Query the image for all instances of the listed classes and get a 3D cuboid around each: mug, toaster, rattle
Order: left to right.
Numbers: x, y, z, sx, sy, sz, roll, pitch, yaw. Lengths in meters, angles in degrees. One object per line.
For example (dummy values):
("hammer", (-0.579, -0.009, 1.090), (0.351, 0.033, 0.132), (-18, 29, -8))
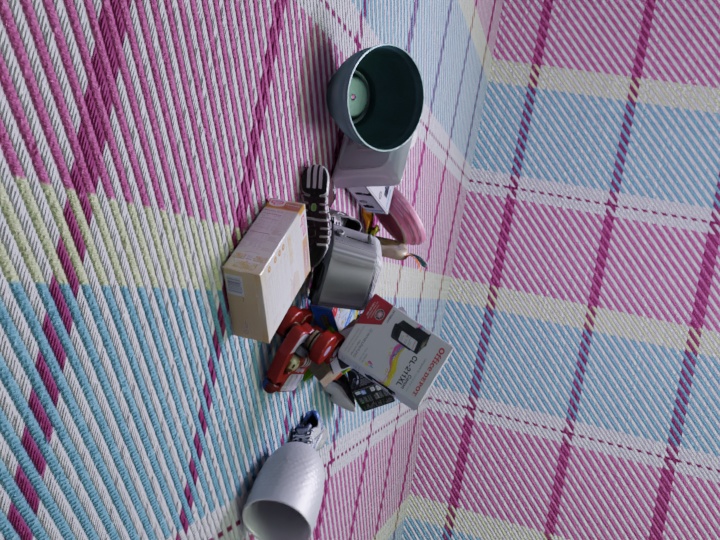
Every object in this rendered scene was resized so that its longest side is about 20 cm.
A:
("mug", (-0.154, 0.464, 1.643), (0.177, 0.145, 0.202), (-70, -176, -53))
("toaster", (-0.031, 0.004, 1.685), (0.115, 0.126, 0.203), (-93, -163, -54))
("rattle", (0.089, -0.091, 1.999), (0.129, 0.198, 0.146), (17, 91, -47))

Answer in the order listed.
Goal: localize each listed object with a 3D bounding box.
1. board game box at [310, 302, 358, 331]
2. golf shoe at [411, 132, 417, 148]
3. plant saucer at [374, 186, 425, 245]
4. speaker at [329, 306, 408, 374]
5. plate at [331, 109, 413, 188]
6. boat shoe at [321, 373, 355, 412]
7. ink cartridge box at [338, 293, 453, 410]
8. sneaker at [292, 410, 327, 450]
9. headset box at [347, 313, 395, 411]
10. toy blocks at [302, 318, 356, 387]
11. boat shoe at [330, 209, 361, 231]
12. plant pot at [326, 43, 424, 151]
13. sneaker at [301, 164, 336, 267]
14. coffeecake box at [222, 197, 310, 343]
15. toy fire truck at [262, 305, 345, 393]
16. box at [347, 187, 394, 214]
("board game box", (-0.046, 0.054, 1.888), (0.201, 0.055, 0.199), (75, 30, -58))
("golf shoe", (0.101, -0.349, 2.122), (0.092, 0.074, 0.204), (68, 34, -58))
("plant saucer", (0.087, -0.141, 2.050), (0.051, 0.201, 0.202), (-38, 153, -12))
("speaker", (0.018, 0.149, 1.729), (0.081, 0.196, 0.083), (160, -91, -84))
("plate", (0.026, -0.275, 1.704), (0.032, 0.197, 0.204), (30, 70, -45))
("boat shoe", (-0.048, 0.303, 2.038), (0.061, 0.072, 0.201), (-66, 153, -23))
("ink cartridge box", (0.073, 0.168, 1.641), (0.147, 0.198, 0.083), (-55, 173, -14))
("sneaker", (-0.132, 0.393, 1.807), (0.201, 0.075, 0.087), (-68, 153, -58))
("headset box", (0.009, 0.224, 2.005), (0.175, 0.091, 0.204), (69, 5, -64))
("toy blocks", (-0.045, 0.196, 1.835), (0.200, 0.100, 0.137), (-43, 162, -7))
("boat shoe", (-0.048, -0.100, 1.769), (0.200, 0.056, 0.069), (-19, 119, -73))
("plant pot", (0.013, -0.346, 1.603), (0.197, 0.133, 0.205), (-10, 106, -37))
("sneaker", (-0.080, -0.109, 1.618), (0.115, 0.074, 0.205), (-22, 121, -76))
("coffeecake box", (-0.158, -0.003, 1.398), (0.201, 0.071, 0.156), (-63, 158, -46))
("toy fire truck", (-0.127, 0.173, 1.603), (0.170, 0.111, 0.200), (-58, 167, 2))
("box", (0.022, -0.224, 1.885), (0.200, 0.059, 0.119), (46, 56, -63))
